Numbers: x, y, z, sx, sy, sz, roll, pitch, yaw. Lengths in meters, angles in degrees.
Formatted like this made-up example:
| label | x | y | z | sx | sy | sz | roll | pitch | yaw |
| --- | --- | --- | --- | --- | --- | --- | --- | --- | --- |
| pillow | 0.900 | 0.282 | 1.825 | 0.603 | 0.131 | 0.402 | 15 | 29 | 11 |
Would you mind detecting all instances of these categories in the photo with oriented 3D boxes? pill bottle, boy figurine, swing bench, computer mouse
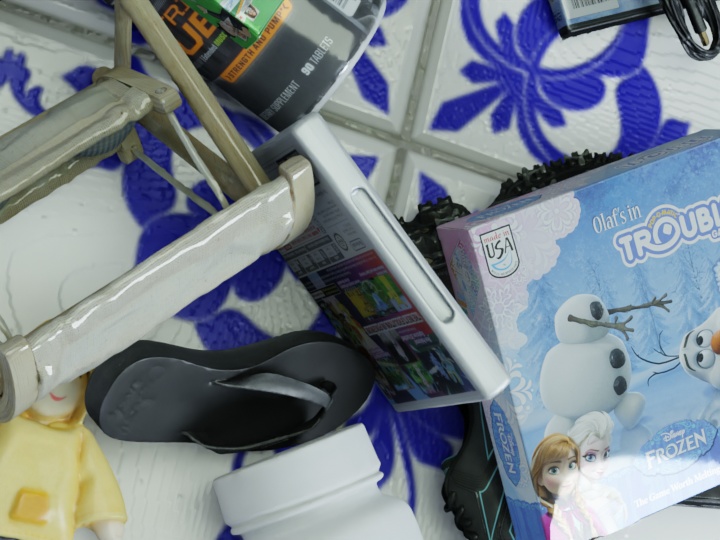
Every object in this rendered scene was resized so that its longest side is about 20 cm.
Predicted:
| label | x | y | z | sx | sy | sz | roll | pitch | yaw |
| --- | --- | --- | --- | --- | --- | --- | --- | --- | --- |
| pill bottle | -0.007 | 0.198 | 1.498 | 0.113 | 0.113 | 0.201 | -19 | 87 | -23 |
| boy figurine | -0.184 | 0.127 | 1.470 | 0.124 | 0.064 | 0.201 | 19 | 76 | -14 |
| swing bench | -0.161 | -0.035 | 1.435 | 0.198 | 0.130 | 0.200 | -32 | 66 | -22 |
| pill bottle | -0.091 | -0.178 | 1.540 | 0.199 | 0.106 | 0.107 | 36 | 70 | -11 |
| computer mouse | 0.192 | -0.231 | 1.684 | 0.058 | 0.034 | 0.202 | -14 | 90 | -39 |

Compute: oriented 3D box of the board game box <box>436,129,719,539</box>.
| label | x | y | z | sx | sy | sz | roll | pitch | yaw |
| --- | --- | --- | --- | --- | --- | --- | --- | --- | --- |
| board game box | 0.159 | 0.040 | 1.532 | 0.199 | 0.043 | 0.201 | -20 | 101 | -26 |

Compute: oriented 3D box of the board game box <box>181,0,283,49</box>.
| label | x | y | z | sx | sy | sz | roll | pitch | yaw |
| --- | --- | --- | --- | --- | --- | --- | --- | --- | --- |
| board game box | -0.062 | -0.244 | 1.489 | 0.134 | 0.029 | 0.201 | 37 | 69 | -9 |

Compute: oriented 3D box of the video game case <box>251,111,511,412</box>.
| label | x | y | z | sx | sy | sz | roll | pitch | yaw |
| --- | --- | --- | --- | --- | --- | --- | --- | --- | --- |
| video game case | 0.000 | 0.000 | 1.490 | 0.023 | 0.200 | 0.183 | -37 | 94 | -14 |

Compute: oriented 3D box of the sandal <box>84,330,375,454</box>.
| label | x | y | z | sx | sy | sz | roll | pitch | yaw |
| --- | --- | --- | --- | --- | --- | --- | --- | --- | --- |
| sandal | -0.069 | 0.078 | 1.495 | 0.199 | 0.043 | 0.077 | -2 | 123 | -42 |

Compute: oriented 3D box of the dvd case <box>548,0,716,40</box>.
| label | x | y | z | sx | sy | sz | roll | pitch | yaw |
| --- | --- | --- | --- | --- | --- | --- | --- | --- | --- |
| dvd case | 0.164 | -0.261 | 1.701 | 0.142 | 0.018 | 0.201 | -15 | 85 | -23 |

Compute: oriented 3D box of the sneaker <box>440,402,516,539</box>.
| label | x | y | z | sx | sy | sz | roll | pitch | yaw |
| --- | --- | --- | --- | --- | --- | --- | --- | --- | --- |
| sneaker | 0.086 | 0.151 | 1.575 | 0.079 | 0.075 | 0.202 | 4 | 72 | -7 |

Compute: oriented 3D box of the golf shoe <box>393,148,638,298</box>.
| label | x | y | z | sx | sy | sz | roll | pitch | yaw |
| --- | --- | --- | --- | --- | --- | --- | --- | --- | --- |
| golf shoe | 0.106 | -0.011 | 1.596 | 0.199 | 0.078 | 0.095 | -18 | 106 | -1 |

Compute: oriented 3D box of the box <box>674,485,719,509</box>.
| label | x | y | z | sx | sy | sz | roll | pitch | yaw |
| --- | --- | --- | --- | --- | --- | --- | --- | --- | --- |
| box | 0.220 | 0.050 | 1.647 | 0.156 | 0.050 | 0.202 | 7 | 77 | -19 |
